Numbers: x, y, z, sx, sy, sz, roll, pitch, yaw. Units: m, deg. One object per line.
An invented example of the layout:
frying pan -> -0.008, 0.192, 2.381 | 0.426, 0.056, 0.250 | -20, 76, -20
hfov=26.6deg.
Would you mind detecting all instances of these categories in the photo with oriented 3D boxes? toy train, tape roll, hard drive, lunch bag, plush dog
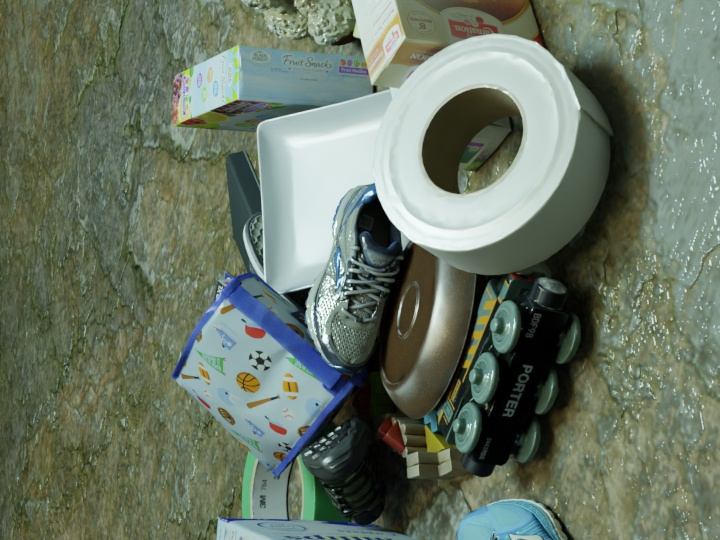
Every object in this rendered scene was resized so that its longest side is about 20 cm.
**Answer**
toy train -> 0.127, 0.083, 1.353 | 0.114, 0.085, 0.200 | -114, 38, -59
tape roll -> -0.076, 0.262, 1.746 | 0.200, 0.048, 0.201 | -15, 73, 61
hard drive -> -0.122, -0.031, 1.849 | 0.200, 0.033, 0.140 | -115, 17, -44
lunch bag -> -0.090, 0.099, 1.573 | 0.170, 0.124, 0.200 | 40, 155, 5
plush dog -> -0.089, -0.346, 1.737 | 0.200, 0.172, 0.161 | 27, 109, 62
tape roll -> 0.113, -0.101, 1.318 | 0.202, 0.071, 0.203 | -13, 65, 30

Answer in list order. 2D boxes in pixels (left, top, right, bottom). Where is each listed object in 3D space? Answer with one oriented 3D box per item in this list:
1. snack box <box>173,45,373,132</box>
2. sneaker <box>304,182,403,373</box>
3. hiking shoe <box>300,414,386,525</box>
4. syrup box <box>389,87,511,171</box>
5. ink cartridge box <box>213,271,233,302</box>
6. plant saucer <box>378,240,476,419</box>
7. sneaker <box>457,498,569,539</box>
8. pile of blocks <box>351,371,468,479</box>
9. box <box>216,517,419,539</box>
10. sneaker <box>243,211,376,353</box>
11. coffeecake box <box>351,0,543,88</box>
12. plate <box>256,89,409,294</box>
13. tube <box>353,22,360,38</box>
snack box -> -0.102, -0.203, 1.743 | 0.200, 0.169, 0.068 | -5, 84, 62
sneaker -> 0.000, 0.000, 1.489 | 0.085, 0.077, 0.200 | 147, 134, -62
hiking shoe -> -0.004, 0.206, 1.540 | 0.101, 0.076, 0.200 | 55, 178, 5
syrup box -> 0.076, -0.201, 1.494 | 0.081, 0.079, 0.200 | -48, 45, 49
ink cartridge box -> -0.159, 0.073, 1.955 | 0.200, 0.037, 0.095 | 37, 118, 61
plant saucer -> 0.057, 0.040, 1.448 | 0.200, 0.032, 0.200 | -167, 90, -75
sneaker -> 0.133, 0.246, 1.297 | 0.200, 0.090, 0.078 | 20, 103, 63
pile of blocks -> 0.042, 0.144, 1.522 | 0.200, 0.062, 0.082 | 40, 120, 58
box -> -0.026, 0.310, 1.494 | 0.200, 0.184, 0.105 | 2, 86, 62
sneaker -> -0.083, 0.044, 1.696 | 0.202, 0.077, 0.146 | 55, 146, 6
coffeecake box -> 0.073, -0.264, 1.430 | 0.073, 0.153, 0.200 | -50, 43, 48
plate -> -0.012, -0.082, 1.608 | 0.200, 0.032, 0.200 | -12, 71, 23
tube -> 0.040, -0.342, 1.630 | 0.058, 0.052, 0.200 | 16, 98, 20
